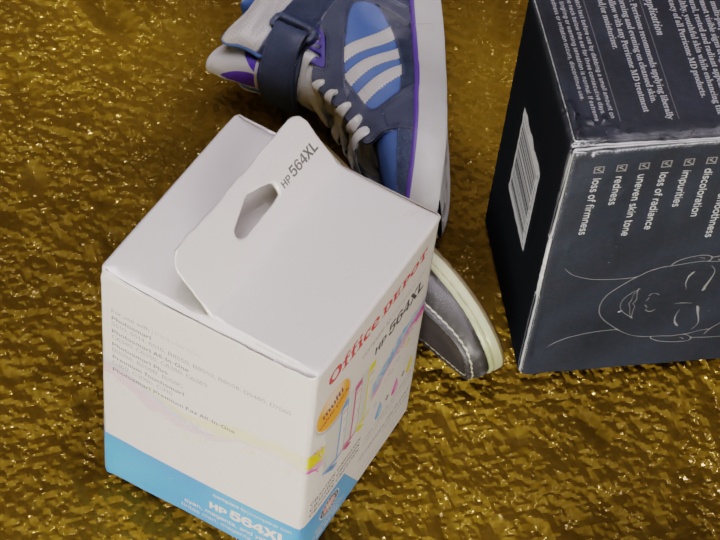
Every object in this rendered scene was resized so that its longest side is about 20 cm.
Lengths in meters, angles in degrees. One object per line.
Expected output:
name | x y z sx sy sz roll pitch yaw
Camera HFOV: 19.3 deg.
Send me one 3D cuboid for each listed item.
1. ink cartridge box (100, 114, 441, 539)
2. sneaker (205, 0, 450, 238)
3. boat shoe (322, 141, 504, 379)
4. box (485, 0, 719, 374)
ink cartridge box | -0.048 0.031 1.095 0.125 0.200 0.129 27 54 14
sneaker | -0.020 -0.101 1.286 0.146 0.081 0.200 -2 55 2
boat shoe | 0.000 0.000 1.215 0.065 0.073 0.200 -37 60 -17
box | 0.185 -0.052 1.186 0.196 0.200 0.124 -3 52 -9
